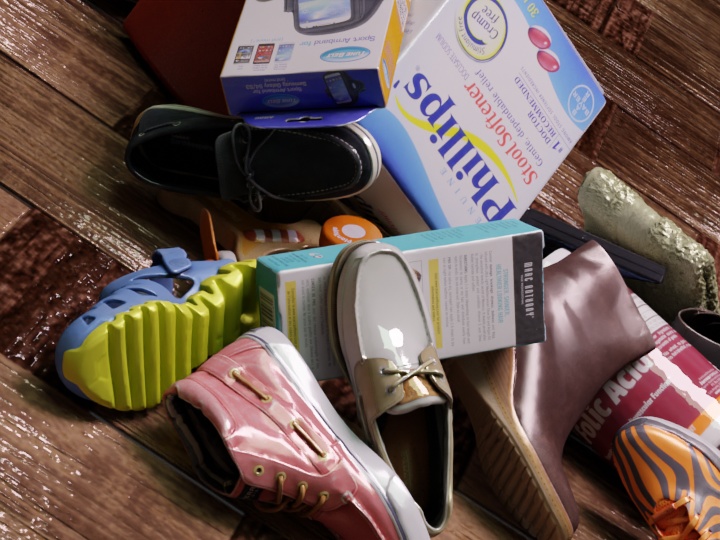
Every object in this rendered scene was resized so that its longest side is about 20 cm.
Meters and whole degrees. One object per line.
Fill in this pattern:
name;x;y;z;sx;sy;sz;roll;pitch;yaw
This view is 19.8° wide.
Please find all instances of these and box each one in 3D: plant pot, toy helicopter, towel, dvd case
plant pot;-0.045;-0.188;1.711;0.199;0.200;0.177;5;50;-43
toy helicopter;-0.087;-0.017;1.528;0.132;0.079;0.199;-23;47;-40
towel;0.248;0.002;1.764;0.148;0.036;0.200;41;-14;26
dvd case;0.150;-0.029;1.729;0.142;0.018;0.200;22;-3;-23

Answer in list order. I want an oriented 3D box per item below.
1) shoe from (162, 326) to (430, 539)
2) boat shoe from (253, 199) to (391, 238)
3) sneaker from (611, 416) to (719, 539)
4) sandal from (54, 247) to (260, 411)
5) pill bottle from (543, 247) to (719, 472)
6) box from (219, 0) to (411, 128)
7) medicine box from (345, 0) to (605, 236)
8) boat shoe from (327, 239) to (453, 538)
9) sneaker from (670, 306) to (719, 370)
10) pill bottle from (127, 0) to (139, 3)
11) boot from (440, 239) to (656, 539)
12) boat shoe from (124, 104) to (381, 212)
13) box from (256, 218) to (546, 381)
shoe;-0.043;0.137;1.338;0.091;0.072;0.201;-31;79;-35
boat shoe;0.000;0.000;1.592;0.200;0.074;0.066;45;18;15
sneaker;0.245;0.202;1.494;0.200;0.077;0.112;50;31;2
sandal;-0.144;0.034;1.386;0.086;0.080;0.200;21;22;25
pill bottle;0.203;0.083;1.622;0.200;0.115;0.114;43;29;16
box;-0.029;-0.176;1.509;0.118;0.042;0.201;-2;39;13
medicine box;0.066;-0.128;1.602;0.102;0.201;0.183;10;-34;50
boat shoe;0.030;0.079;1.367;0.074;0.202;0.068;-15;8;-22
sneaker;0.316;0.102;1.718;0.199;0.107;0.075;15;33;-31
pill bottle;-0.169;-0.283;1.792;0.199;0.113;0.113;13;34;-33
boot;0.156;0.086;1.516;0.165;0.072;0.201;-21;76;-24
boat shoe;-0.082;-0.081;1.505;0.198;0.075;0.062;7;29;17
box;0.030;0.020;1.428;0.198;0.083;0.049;-9;16;-20
